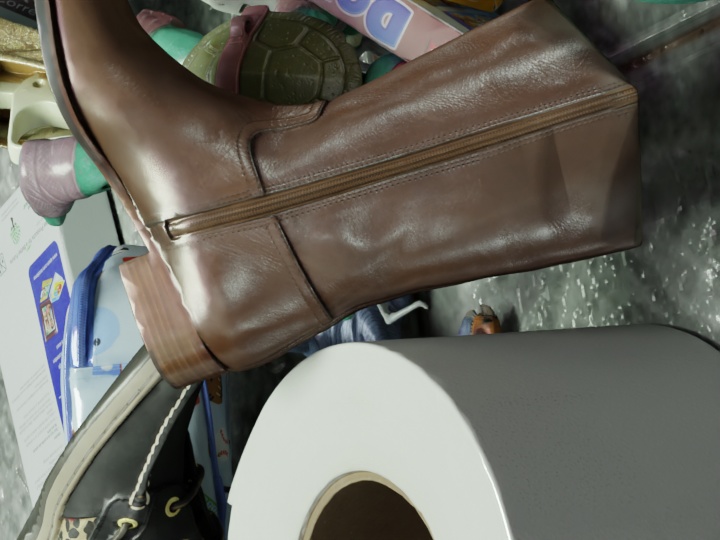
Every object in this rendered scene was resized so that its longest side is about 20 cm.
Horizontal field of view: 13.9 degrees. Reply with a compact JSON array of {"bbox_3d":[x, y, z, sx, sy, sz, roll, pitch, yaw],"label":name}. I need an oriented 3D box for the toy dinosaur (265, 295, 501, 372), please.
[{"bbox_3d":[0.000,0.000,1.273,0.105,0.200,0.182,-42,77,9],"label":"toy dinosaur"}]

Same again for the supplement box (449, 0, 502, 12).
[{"bbox_3d":[0.003,-0.243,1.130,0.198,0.133,0.200,-60,43,21],"label":"supplement box"}]

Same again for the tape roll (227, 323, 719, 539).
[{"bbox_3d":[0.058,0.123,1.101,0.202,0.139,0.204,6,97,58],"label":"tape roll"}]

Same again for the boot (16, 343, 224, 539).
[{"bbox_3d":[-0.060,0.122,1.202,0.150,0.073,0.200,33,120,4],"label":"boot"}]

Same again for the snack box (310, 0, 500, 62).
[{"bbox_3d":[-0.002,-0.117,1.171,0.200,0.072,0.024,34,106,24],"label":"snack box"}]

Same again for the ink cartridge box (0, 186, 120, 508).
[{"bbox_3d":[-0.146,0.053,1.504,0.099,0.039,0.201,-39,58,51],"label":"ink cartridge box"}]

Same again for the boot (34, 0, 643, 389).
[{"bbox_3d":[-0.005,-0.070,1.072,0.199,0.064,0.187,-20,92,13],"label":"boot"}]

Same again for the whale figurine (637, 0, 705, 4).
[{"bbox_3d":[0.139,-0.178,1.016,0.200,0.104,0.159,-44,52,20],"label":"whale figurine"}]

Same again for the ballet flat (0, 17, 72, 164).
[{"bbox_3d":[-0.160,-0.078,1.344,0.199,0.065,0.071,9,134,19],"label":"ballet flat"}]

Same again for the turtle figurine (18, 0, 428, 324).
[{"bbox_3d":[-0.035,-0.064,1.180,0.199,0.101,0.150,5,61,21],"label":"turtle figurine"}]

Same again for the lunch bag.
[{"bbox_3d":[-0.092,0.090,1.340,0.160,0.075,0.201,-94,3,-81],"label":"lunch bag"}]

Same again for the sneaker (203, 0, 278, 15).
[{"bbox_3d":[-0.026,-0.138,1.262,0.200,0.088,0.074,-6,86,56],"label":"sneaker"}]

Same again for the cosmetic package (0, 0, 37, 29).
[{"bbox_3d":[-0.198,-0.203,1.406,0.200,0.164,0.165,-45,29,50],"label":"cosmetic package"}]
